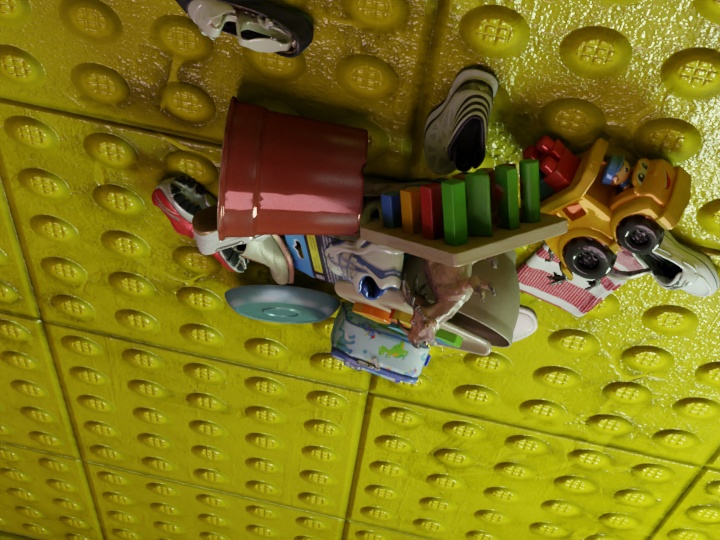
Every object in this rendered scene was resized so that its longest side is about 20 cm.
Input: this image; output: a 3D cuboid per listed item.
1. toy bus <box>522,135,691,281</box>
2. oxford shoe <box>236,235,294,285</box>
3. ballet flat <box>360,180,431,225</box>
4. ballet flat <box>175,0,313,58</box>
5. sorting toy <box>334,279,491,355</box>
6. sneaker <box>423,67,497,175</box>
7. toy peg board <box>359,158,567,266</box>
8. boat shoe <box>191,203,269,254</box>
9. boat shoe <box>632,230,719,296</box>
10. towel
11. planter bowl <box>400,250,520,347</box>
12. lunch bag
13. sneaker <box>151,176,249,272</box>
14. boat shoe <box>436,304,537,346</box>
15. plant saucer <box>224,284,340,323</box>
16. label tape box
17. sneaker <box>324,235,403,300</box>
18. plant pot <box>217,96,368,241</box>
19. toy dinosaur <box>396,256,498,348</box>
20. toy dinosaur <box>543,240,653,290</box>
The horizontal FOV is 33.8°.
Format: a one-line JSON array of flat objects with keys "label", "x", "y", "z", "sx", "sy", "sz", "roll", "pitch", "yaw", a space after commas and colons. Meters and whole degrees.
[{"label": "toy bus", "x": 0.314, "y": -0.110, "z": 1.592, "sx": 0.192, "sy": 0.136, "sz": 0.200, "roll": 45, "pitch": 136, "yaw": -15}, {"label": "oxford shoe", "x": -0.161, "y": -0.042, "z": 1.875, "sx": 0.071, "sy": 0.074, "sz": 0.201, "roll": 45, "pitch": 163, "yaw": 45}, {"label": "ballet flat", "x": 0.025, "y": -0.097, "z": 1.752, "sx": 0.198, "sy": 0.068, "sz": 0.068, "roll": -2, "pitch": 143, "yaw": 23}, {"label": "ballet flat", "x": -0.156, "y": -0.317, "z": 1.492, "sx": 0.199, "sy": 0.073, "sz": 0.073, "roll": 19, "pitch": 146, "yaw": -7}, {"label": "sorting toy", "x": 0.075, "y": 0.077, "z": 1.794, "sx": 0.199, "sy": 0.037, "sz": 0.185, "roll": 31, "pitch": 168, "yaw": -32}, {"label": "sneaker", "x": 0.121, "y": -0.165, "z": 1.572, "sx": 0.075, "sy": 0.116, "sz": 0.201, "roll": 16, "pitch": 147, "yaw": -5}, {"label": "toy peg board", "x": 0.132, "y": -0.092, "z": 1.548, "sx": 0.199, "sy": 0.199, "sz": 0.099, "roll": 19, "pitch": 119, "yaw": 51}, {"label": "boat shoe", "x": -0.157, "y": -0.077, "z": 1.773, "sx": 0.199, "sy": 0.071, "sz": 0.070, "roll": -19, "pitch": 137, "yaw": -18}, {"label": "boat shoe", "x": 0.453, "y": -0.003, "z": 1.735, "sx": 0.199, "sy": 0.067, "sz": 0.073, "roll": 33, "pitch": 142, "yaw": -27}, {"label": "towel", "x": 0.332, "y": 0.002, "z": 1.828, "sx": 0.143, "sy": 0.023, "sz": 0.200, "roll": 23, "pitch": 146, "yaw": -13}, {"label": "planter bowl", "x": 0.157, "y": 0.015, "z": 1.779, "sx": 0.199, "sy": 0.136, "sz": 0.200, "roll": 23, "pitch": 169, "yaw": 5}, {"label": "lunch bag", "x": 0.032, "y": 0.121, "z": 1.968, "sx": 0.160, "sy": 0.083, "sz": 0.200, "roll": 19, "pitch": -174, "yaw": -6}, {"label": "sneaker", "x": -0.253, "y": -0.073, "z": 1.894, "sx": 0.085, "sy": 0.077, "sz": 0.200, "roll": -14, "pitch": 128, "yaw": 43}, {"label": "boat shoe", "x": 0.201, "y": 0.081, "z": 1.957, "sx": 0.200, "sy": 0.060, "sz": 0.073, "roll": -7, "pitch": 110, "yaw": 27}, {"label": "plant saucer", "x": -0.134, "y": 0.061, "z": 2.017, "sx": 0.198, "sy": 0.028, "sz": 0.200, "roll": 3, "pitch": 166, "yaw": 1}, {"label": "label tape box", "x": -0.017, "y": -0.032, "z": 1.858, "sx": 0.199, "sy": 0.066, "sz": 0.144, "roll": 20, "pitch": 150, "yaw": 20}, {"label": "sneaker", "x": 0.000, "y": 0.000, "z": 1.704, "sx": 0.075, "sy": 0.089, "sz": 0.200, "roll": 3, "pitch": 172, "yaw": -22}, {"label": "plant pot", "x": -0.091, "y": -0.131, "z": 1.647, "sx": 0.193, "sy": 0.202, "sz": 0.201, "roll": 6, "pitch": 147, "yaw": -2}, {"label": "toy dinosaur", "x": 0.116, "y": -0.001, "z": 1.647, "sx": 0.134, "sy": 0.202, "sz": 0.086, "roll": -3, "pitch": 154, "yaw": 18}, {"label": "toy dinosaur", "x": 0.323, "y": -0.009, "z": 1.738, "sx": 0.199, "sy": 0.048, "sz": 0.088, "roll": 25, "pitch": 142, "yaw": 15}]
